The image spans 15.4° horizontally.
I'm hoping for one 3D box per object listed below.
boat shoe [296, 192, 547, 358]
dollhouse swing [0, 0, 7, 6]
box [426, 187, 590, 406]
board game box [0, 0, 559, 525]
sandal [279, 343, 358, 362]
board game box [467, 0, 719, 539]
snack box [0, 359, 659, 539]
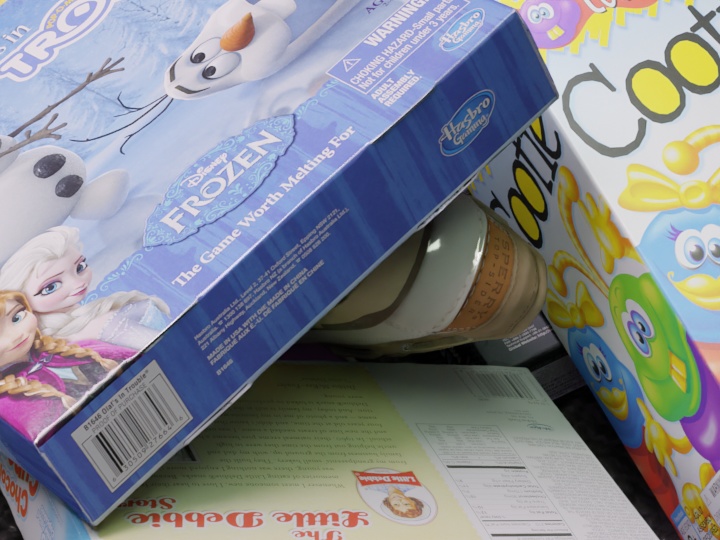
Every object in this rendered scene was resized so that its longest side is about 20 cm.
[{"bbox_3d":[0.000,0.000,0.928,0.068,0.200,0.075,21,89,-19],"label":"boat shoe"},{"bbox_3d":[-0.116,-0.140,1.052,0.199,0.176,0.182,0,84,-9],"label":"dollhouse swing"},{"bbox_3d":[0.094,-0.045,1.023,0.200,0.051,0.158,-25,60,-18],"label":"box"},{"bbox_3d":[-0.073,-0.036,0.858,0.200,0.043,0.199,-43,40,-16],"label":"board game box"},{"bbox_3d":[-0.005,0.090,0.925,0.082,0.050,0.203,-14,56,-14],"label":"sandal"},{"bbox_3d":[0.120,-0.016,0.913,0.105,0.103,0.200,-26,73,-17],"label":"board game box"},{"bbox_3d":[-0.012,0.074,0.858,0.200,0.037,0.116,3,30,-26],"label":"snack box"}]
